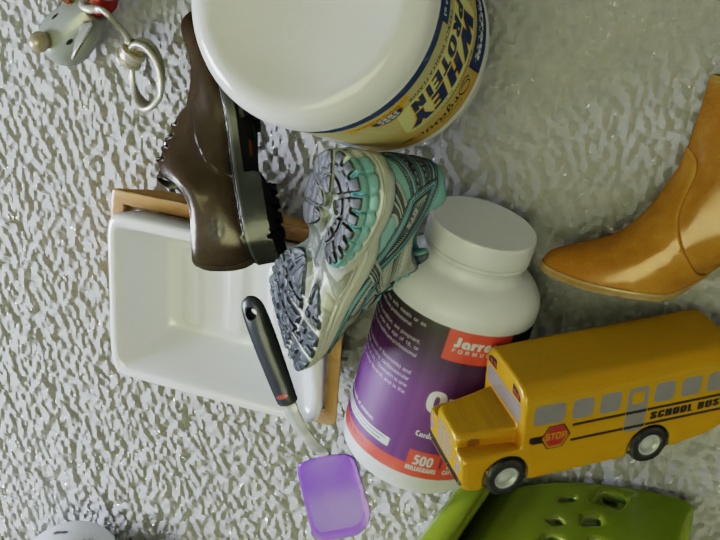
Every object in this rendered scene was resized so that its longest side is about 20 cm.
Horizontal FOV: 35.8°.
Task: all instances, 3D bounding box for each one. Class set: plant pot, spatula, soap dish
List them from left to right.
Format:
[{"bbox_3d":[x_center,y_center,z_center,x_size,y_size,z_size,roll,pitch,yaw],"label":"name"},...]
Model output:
[{"bbox_3d":[-0.100,0.022,0.876,0.198,0.081,0.159,12,116,17],"label":"soap dish"},{"bbox_3d":[-0.045,0.110,0.834,0.056,0.021,0.202,-15,106,27],"label":"spatula"},{"bbox_3d":[0.125,0.273,0.833,0.180,0.199,0.202,15,117,23],"label":"plant pot"}]

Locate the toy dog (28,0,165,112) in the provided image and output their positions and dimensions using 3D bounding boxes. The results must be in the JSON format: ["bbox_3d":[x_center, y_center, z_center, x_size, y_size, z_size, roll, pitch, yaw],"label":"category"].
[{"bbox_3d":[-0.195,-0.205,0.780,0.132,0.096,0.201,43,133,22],"label":"toy dog"}]

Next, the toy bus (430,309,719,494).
[{"bbox_3d":[0.149,0.086,0.750,0.198,0.065,0.079,-9,123,-15],"label":"toy bus"}]

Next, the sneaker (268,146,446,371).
[{"bbox_3d":[0.000,0.000,0.736,0.078,0.085,0.201,68,150,28],"label":"sneaker"}]

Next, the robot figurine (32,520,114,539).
[{"bbox_3d":[-0.244,0.331,1.040,0.201,0.150,0.125,53,160,-6],"label":"robot figurine"}]

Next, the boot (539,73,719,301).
[{"bbox_3d":[0.219,-0.055,0.729,0.199,0.071,0.146,4,107,17],"label":"boot"}]

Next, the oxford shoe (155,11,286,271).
[{"bbox_3d":[-0.112,-0.097,0.795,0.083,0.073,0.202,-13,74,9],"label":"oxford shoe"}]

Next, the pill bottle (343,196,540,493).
[{"bbox_3d":[0.061,0.053,0.806,0.111,0.112,0.202,22,119,12],"label":"pill bottle"}]

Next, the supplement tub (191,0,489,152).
[{"bbox_3d":[-0.001,-0.149,0.677,0.143,0.200,0.146,0,91,18],"label":"supplement tub"}]
